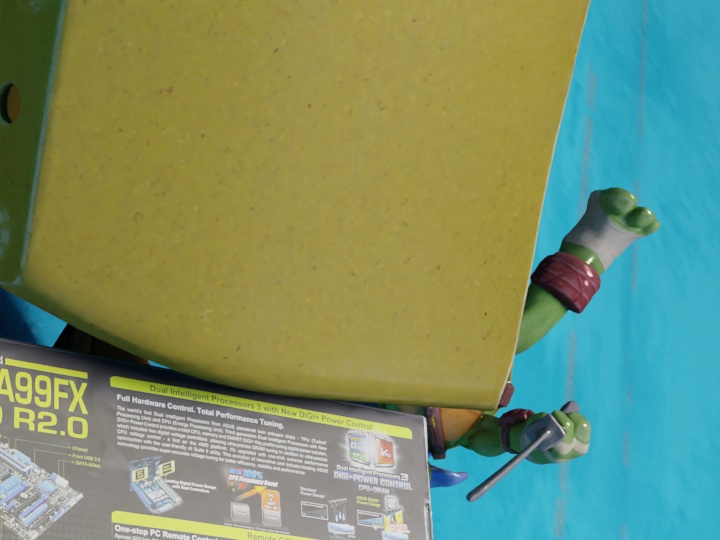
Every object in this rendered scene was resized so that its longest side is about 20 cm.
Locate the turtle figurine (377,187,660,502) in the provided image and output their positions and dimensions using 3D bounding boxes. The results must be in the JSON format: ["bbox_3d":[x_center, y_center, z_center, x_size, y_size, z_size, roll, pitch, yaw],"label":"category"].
[{"bbox_3d":[0.060,0.024,1.059,0.194,0.144,0.200,-58,146,-11],"label":"turtle figurine"}]

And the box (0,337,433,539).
[{"bbox_3d":[-0.066,0.113,0.715,0.200,0.044,0.160,12,60,-31],"label":"box"}]

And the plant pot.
[{"bbox_3d":[-0.065,-0.064,0.766,0.200,0.194,0.196,-3,109,-42],"label":"plant pot"}]

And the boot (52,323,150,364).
[{"bbox_3d":[-0.062,0.093,0.848,0.155,0.074,0.200,26,25,-18],"label":"boot"}]
